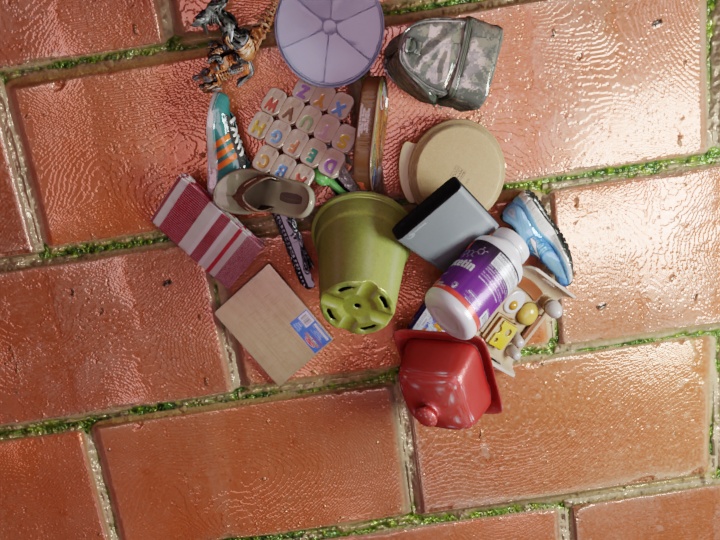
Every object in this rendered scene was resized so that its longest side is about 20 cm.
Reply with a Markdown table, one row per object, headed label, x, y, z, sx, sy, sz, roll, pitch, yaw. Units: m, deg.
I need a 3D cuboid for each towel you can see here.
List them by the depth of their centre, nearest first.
| label | x | y | z | sx | sy | sz | roll | pitch | yaw |
| --- | --- | --- | --- | --- | --- | --- | --- | --- | --- |
| towel | -0.288 | -0.071 | 1.255 | 0.199 | 0.023 | 0.144 | 42 | 126 | -9 |

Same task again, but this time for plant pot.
| label | x | y | z | sx | sy | sz | roll | pitch | yaw |
| --- | --- | --- | --- | --- | --- | --- | --- | --- | --- |
| plant pot | 0.000 | 0.000 | 1.178 | 0.194 | 0.187 | 0.203 | 2 | 136 | 2 |

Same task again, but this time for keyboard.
| label | x | y | z | sx | sy | sz | roll | pitch | yaw |
| --- | --- | --- | --- | --- | --- | --- | --- | --- | --- |
| keyboard | -0.129 | -0.058 | 1.233 | 0.020 | 0.127 | 0.204 | -26 | 104 | -19 |

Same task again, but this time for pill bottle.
| label | x | y | z | sx | sy | sz | roll | pitch | yaw |
| --- | --- | --- | --- | --- | --- | --- | --- | --- | --- |
| pill bottle | 0.212 | 0.018 | 1.194 | 0.200 | 0.112 | 0.113 | -45 | 102 | -19 |

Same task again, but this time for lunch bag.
| label | x | y | z | sx | sy | sz | roll | pitch | yaw |
| --- | --- | --- | --- | --- | --- | --- | --- | --- | --- |
| lunch bag | 0.128 | -0.353 | 1.128 | 0.163 | 0.200 | 0.143 | 14 | 101 | -8 |

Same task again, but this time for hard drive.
| label | x | y | z | sx | sy | sz | roll | pitch | yaw |
| --- | --- | --- | --- | --- | --- | --- | --- | --- | --- |
| hard drive | 0.153 | -0.076 | 1.177 | 0.139 | 0.199 | 0.033 | -39 | 59 | 14 |

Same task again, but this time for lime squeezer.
| label | x | y | z | sx | sy | sz | roll | pitch | yaw |
| --- | --- | --- | --- | --- | --- | --- | --- | --- | --- |
| lime squeezer | -0.087 | -0.164 | 1.214 | 0.195 | 0.071 | 0.038 | 14 | 64 | 18 |

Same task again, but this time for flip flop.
| label | x | y | z | sx | sy | sz | roll | pitch | yaw |
| --- | --- | --- | --- | --- | --- | --- | --- | --- | --- |
| flip flop | -0.173 | -0.130 | 1.161 | 0.195 | 0.057 | 0.083 | 12 | 101 | 20 |

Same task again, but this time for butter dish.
| label | x | y | z | sx | sy | sz | roll | pitch | yaw |
| --- | --- | --- | --- | --- | --- | --- | --- | --- | --- |
| butter dish | 0.146 | 0.226 | 1.246 | 0.195 | 0.149 | 0.204 | 1 | 126 | 32 |

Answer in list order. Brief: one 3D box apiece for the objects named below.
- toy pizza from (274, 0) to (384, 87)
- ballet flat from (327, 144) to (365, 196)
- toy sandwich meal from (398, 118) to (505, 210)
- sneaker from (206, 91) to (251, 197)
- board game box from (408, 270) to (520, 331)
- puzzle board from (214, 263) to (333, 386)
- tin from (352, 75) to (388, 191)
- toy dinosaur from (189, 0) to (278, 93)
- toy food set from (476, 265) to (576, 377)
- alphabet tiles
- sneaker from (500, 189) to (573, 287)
| label | x | y | z | sx | sy | sz | roll | pitch | yaw |
| --- | --- | --- | --- | --- | --- | --- | --- | --- | --- |
| toy pizza | -0.055 | -0.430 | 1.188 | 0.194 | 0.032 | 0.206 | 0 | 100 | -1 |
| ballet flat | -0.025 | -0.164 | 1.241 | 0.071 | 0.072 | 0.202 | -33 | 104 | 7 |
| toy sandwich meal | 0.168 | -0.181 | 1.238 | 0.199 | 0.070 | 0.211 | -1 | 103 | -5 |
| sneaker | -0.237 | -0.221 | 1.222 | 0.078 | 0.072 | 0.205 | 3 | 112 | -2 |
| board game box | 0.202 | 0.069 | 1.307 | 0.133 | 0.045 | 0.202 | 32 | 101 | -8 |
| puzzle board | -0.171 | 0.109 | 1.328 | 0.150 | 0.017 | 0.201 | -39 | 102 | 7 |
| tin | 0.018 | -0.242 | 1.176 | 0.041 | 0.112 | 0.206 | 6 | 81 | 7 |
| toy dinosaur | -0.225 | -0.407 | 1.178 | 0.201 | 0.102 | 0.136 | -49 | 116 | -8 |
| toy food set | 0.311 | 0.101 | 1.279 | 0.142 | 0.061 | 0.202 | 27 | 102 | -36 |
| alphabet tiles | -0.103 | -0.246 | 1.191 | 0.197 | 0.015 | 0.199 | 29 | 84 | 16 |
| sneaker | 0.338 | -0.052 | 1.277 | 0.089 | 0.079 | 0.202 | -31 | 99 | 26 |
